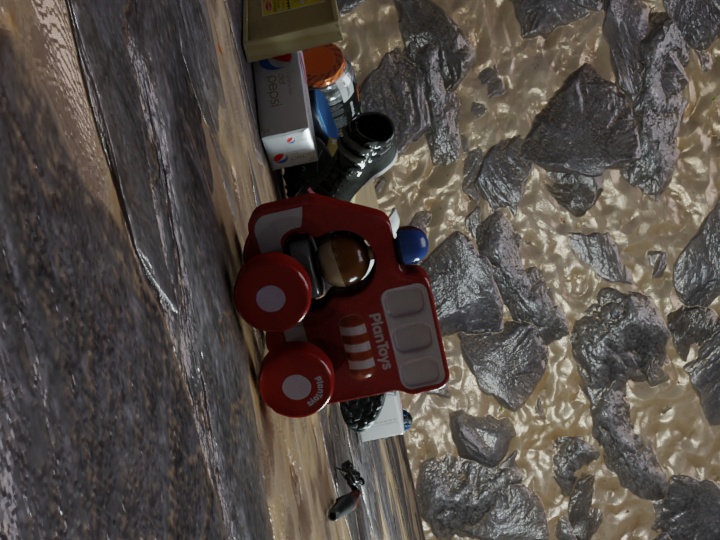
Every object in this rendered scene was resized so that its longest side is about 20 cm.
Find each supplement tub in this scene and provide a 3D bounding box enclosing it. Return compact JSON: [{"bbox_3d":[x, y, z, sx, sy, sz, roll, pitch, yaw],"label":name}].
[{"bbox_3d":[-0.063,-0.341,1.752,0.200,0.121,0.124,73,6,-62],"label":"supplement tub"}]

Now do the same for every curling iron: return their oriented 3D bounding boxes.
[{"bbox_3d":[-0.022,0.278,1.105,0.050,0.025,0.200,58,7,3],"label":"curling iron"}]

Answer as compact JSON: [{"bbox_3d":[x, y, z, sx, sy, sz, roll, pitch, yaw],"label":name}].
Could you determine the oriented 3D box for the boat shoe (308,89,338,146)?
[{"bbox_3d":[-0.083,-0.246,1.584,0.200,0.068,0.085,70,17,-65],"label":"boat shoe"}]

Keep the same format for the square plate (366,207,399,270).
[{"bbox_3d":[0.000,0.000,1.263,0.028,0.199,0.200,34,4,0],"label":"square plate"}]

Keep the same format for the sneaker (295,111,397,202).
[{"bbox_3d":[-0.027,-0.129,1.144,0.071,0.200,0.099,40,-20,18],"label":"sneaker"}]

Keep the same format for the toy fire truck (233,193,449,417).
[{"bbox_3d":[-0.016,0.026,0.790,0.112,0.166,0.202,-95,173,-68],"label":"toy fire truck"}]

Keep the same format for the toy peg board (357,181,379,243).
[{"bbox_3d":[-0.037,-0.172,2.109,0.200,0.097,0.202,-68,149,-56],"label":"toy peg board"}]

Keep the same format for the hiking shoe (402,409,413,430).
[{"bbox_3d":[0.078,0.347,2.098,0.200,0.086,0.075,48,30,-84],"label":"hiking shoe"}]

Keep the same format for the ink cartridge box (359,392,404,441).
[{"bbox_3d":[0.019,0.185,1.627,0.146,0.083,0.202,-89,166,-75],"label":"ink cartridge box"}]

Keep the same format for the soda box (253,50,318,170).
[{"bbox_3d":[-0.101,-0.233,1.176,0.068,0.063,0.202,74,5,-57],"label":"soda box"}]

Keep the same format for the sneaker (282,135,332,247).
[{"bbox_3d":[-0.066,-0.105,1.217,0.075,0.079,0.201,-24,-82,51],"label":"sneaker"}]

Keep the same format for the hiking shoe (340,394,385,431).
[{"bbox_3d":[-0.001,0.151,1.366,0.087,0.074,0.202,101,-10,-63],"label":"hiking shoe"}]

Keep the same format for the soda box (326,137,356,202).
[{"bbox_3d":[-0.036,-0.161,1.626,0.200,0.067,0.065,101,0,-69],"label":"soda box"}]

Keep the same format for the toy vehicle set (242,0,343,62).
[{"bbox_3d":[-0.092,-0.346,1.185,0.201,0.123,0.027,-98,175,-50],"label":"toy vehicle set"}]
